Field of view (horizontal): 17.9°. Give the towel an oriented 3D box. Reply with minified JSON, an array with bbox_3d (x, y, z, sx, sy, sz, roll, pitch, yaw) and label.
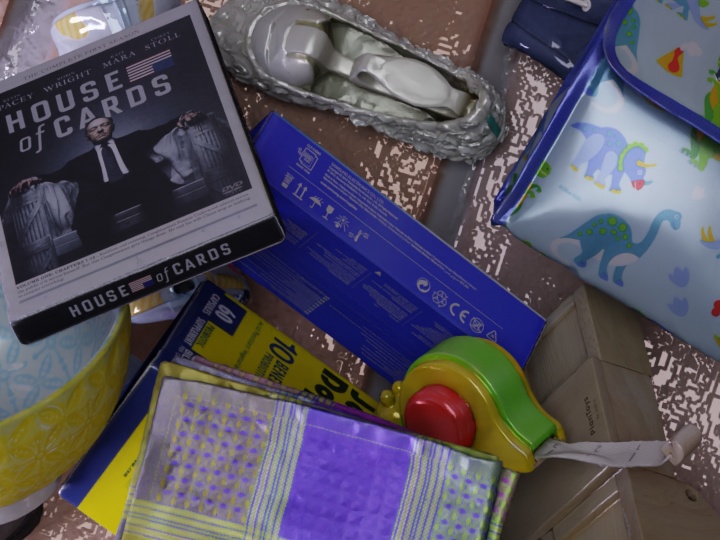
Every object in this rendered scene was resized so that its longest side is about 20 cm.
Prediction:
[{"bbox_3d":[-0.032,0.136,1.166,0.199,0.023,0.145,17,85,17],"label":"towel"}]

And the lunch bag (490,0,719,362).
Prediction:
[{"bbox_3d":[0.191,-0.072,1.261,0.169,0.127,0.201,32,98,-2],"label":"lunch bag"}]

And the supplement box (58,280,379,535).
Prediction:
[{"bbox_3d":[-0.048,0.121,1.282,0.199,0.109,0.110,36,118,-5],"label":"supplement box"}]

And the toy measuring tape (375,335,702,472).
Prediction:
[{"bbox_3d":[0.086,0.070,1.219,0.199,0.073,0.074,-3,83,39],"label":"toy measuring tape"}]

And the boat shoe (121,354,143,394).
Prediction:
[{"bbox_3d":[-0.195,0.054,1.368,0.202,0.086,0.075,37,85,-19],"label":"boat shoe"}]

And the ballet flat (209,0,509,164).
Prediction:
[{"bbox_3d":[-0.003,-0.125,1.360,0.199,0.072,0.072,21,88,10],"label":"ballet flat"}]

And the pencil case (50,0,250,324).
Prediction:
[{"bbox_3d":[-0.127,-0.066,1.358,0.082,0.091,0.202,-14,82,6],"label":"pencil case"}]

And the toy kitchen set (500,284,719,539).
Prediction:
[{"bbox_3d":[0.161,0.153,1.318,0.163,0.179,0.201,-46,39,37],"label":"toy kitchen set"}]

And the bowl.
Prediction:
[{"bbox_3d":[-0.211,0.074,1.232,0.198,0.201,0.108,-5,123,7],"label":"bowl"}]

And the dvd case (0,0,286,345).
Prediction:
[{"bbox_3d":[-0.133,-0.058,1.240,0.149,0.025,0.201,-22,44,0],"label":"dvd case"}]

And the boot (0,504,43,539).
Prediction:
[{"bbox_3d":[-0.286,0.171,1.337,0.200,0.132,0.070,-38,82,3],"label":"boot"}]

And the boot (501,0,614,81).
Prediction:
[{"bbox_3d":[0.185,-0.126,1.338,0.199,0.073,0.091,30,99,16],"label":"boot"}]

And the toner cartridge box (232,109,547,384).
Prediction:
[{"bbox_3d":[0.000,0.000,1.298,0.200,0.095,0.043,37,59,-12],"label":"toner cartridge box"}]
